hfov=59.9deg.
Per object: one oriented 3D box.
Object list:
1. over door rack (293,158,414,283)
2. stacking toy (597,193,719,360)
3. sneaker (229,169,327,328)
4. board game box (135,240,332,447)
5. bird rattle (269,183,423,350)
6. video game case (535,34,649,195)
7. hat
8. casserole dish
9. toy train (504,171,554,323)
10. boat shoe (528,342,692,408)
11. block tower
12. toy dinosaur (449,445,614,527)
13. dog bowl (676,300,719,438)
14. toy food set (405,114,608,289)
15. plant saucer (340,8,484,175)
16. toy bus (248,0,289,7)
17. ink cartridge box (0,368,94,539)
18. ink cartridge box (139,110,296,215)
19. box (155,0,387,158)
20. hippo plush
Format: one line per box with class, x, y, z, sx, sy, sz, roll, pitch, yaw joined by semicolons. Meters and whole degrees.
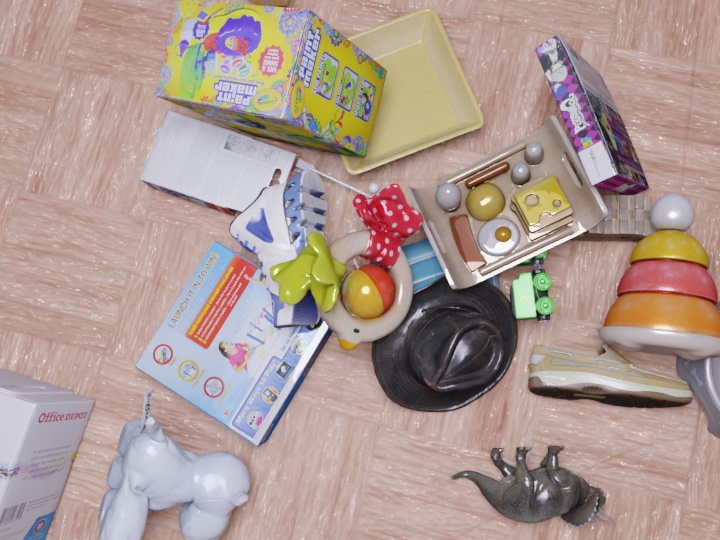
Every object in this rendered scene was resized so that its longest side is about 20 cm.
over door rack;-0.032;-0.055;0.851;0.200;0.067;0.148;23;82;7
stacking toy;0.373;0.002;0.756;0.146;0.146;0.201;8;83;5
sneaker;-0.106;-0.024;0.803;0.115;0.081;0.200;-4;79;28
board game box;-0.161;0.096;0.840;0.196;0.056;0.200;31;84;9
bird rattle;0.000;0.000;0.738;0.200;0.113;0.163;-33;108;-35
video game case;0.299;-0.187;0.791;0.036;0.200;0.182;-26;78;32
hat;0.119;0.106;0.775;0.200;0.081;0.201;-4;106;-13
casserole dish;0.098;0.020;0.814;0.200;0.039;0.121;-18;103;-7
toy train;0.207;-0.032;0.791;0.056;0.042;0.201;-7;80;14
boat shoe;0.318;0.128;0.799;0.199;0.072;0.076;7;65;4
block tower;0.287;-0.071;0.837;0.199;0.054;0.058;4;82;4
toy dinosaur;0.214;0.271;0.775;0.199;0.077;0.103;-3;73;1
dog bowl;0.512;0.128;0.786;0.200;0.059;0.201;-1;81;5
toy food set;0.172;-0.082;0.753;0.200;0.060;0.144;-26;74;9
plant saucer;0.045;-0.246;0.883;0.200;0.048;0.200;-20;76;0
toy bus;-0.119;-0.480;0.922;0.065;0.078;0.201;8;81;4
ink cartridge box;-0.467;0.239;0.792;0.146;0.147;0.200;17;81;7
ink cartridge box;-0.197;-0.142;0.886;0.200;0.050;0.109;19;82;6
box;-0.106;-0.235;0.784;0.200;0.193;0.122;17;95;28
hippo plush;-0.226;0.257;0.796;0.161;0.159;0.200;19;98;-23
